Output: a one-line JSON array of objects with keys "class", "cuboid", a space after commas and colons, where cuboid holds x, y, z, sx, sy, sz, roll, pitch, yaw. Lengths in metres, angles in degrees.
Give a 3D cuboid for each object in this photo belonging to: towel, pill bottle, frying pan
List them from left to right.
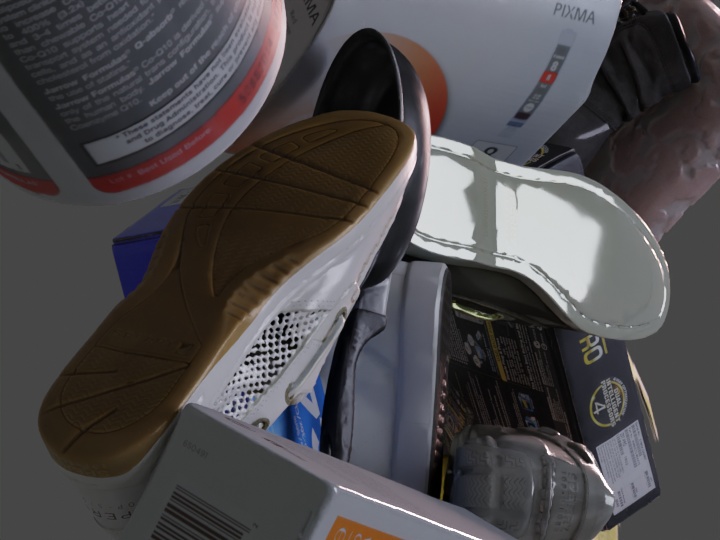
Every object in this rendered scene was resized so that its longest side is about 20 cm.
[{"class": "pill bottle", "cuboid": [-0.106, -0.117, 0.693, 0.200, 0.115, 0.116, 59, 24, -54]}, {"class": "frying pan", "cuboid": [0.006, -0.012, 0.926, 0.115, 0.031, 0.191, 119, -30, -45]}, {"class": "towel", "cuboid": [0.121, -0.082, 1.284, 0.032, 0.200, 0.191, 27, 21, -44]}]

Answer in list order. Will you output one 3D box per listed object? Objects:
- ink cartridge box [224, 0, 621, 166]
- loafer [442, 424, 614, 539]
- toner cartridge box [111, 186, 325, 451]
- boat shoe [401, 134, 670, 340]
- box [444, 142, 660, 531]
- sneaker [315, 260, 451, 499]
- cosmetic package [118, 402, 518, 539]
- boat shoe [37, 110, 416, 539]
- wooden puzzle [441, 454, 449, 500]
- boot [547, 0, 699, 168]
[{"class": "ink cartridge box", "cuboid": [0.050, -0.113, 1.012, 0.162, 0.200, 0.050, 8, 53, -37]}, {"class": "loafer", "cuboid": [0.072, 0.103, 1.021, 0.200, 0.069, 0.070, 95, 0, -88]}, {"class": "toner cartridge box", "cuboid": [-0.043, 0.069, 0.938, 0.095, 0.043, 0.201, -48, 126, -70]}, {"class": "boat shoe", "cuboid": [0.064, -0.012, 1.068, 0.201, 0.060, 0.072, 20, 68, -40]}, {"class": "box", "cuboid": [0.070, 0.024, 1.209, 0.049, 0.161, 0.201, -30, 115, -29]}, {"class": "sneaker", "cuboid": [-0.007, 0.090, 1.024, 0.073, 0.084, 0.201, -60, 154, -76]}, {"class": "cosmetic package", "cuboid": [-0.006, 0.125, 0.827, 0.200, 0.071, 0.102, 27, 89, -56]}, {"class": "boat shoe", "cuboid": [-0.042, 0.020, 0.846, 0.200, 0.071, 0.069, -49, 139, -33]}, {"class": "wooden puzzle", "cuboid": [0.029, 0.162, 1.158, 0.200, 0.037, 0.186, -3, 82, -76]}, {"class": "boot", "cuboid": [0.079, -0.135, 1.246, 0.200, 0.132, 0.070, 48, -4, 18]}]
